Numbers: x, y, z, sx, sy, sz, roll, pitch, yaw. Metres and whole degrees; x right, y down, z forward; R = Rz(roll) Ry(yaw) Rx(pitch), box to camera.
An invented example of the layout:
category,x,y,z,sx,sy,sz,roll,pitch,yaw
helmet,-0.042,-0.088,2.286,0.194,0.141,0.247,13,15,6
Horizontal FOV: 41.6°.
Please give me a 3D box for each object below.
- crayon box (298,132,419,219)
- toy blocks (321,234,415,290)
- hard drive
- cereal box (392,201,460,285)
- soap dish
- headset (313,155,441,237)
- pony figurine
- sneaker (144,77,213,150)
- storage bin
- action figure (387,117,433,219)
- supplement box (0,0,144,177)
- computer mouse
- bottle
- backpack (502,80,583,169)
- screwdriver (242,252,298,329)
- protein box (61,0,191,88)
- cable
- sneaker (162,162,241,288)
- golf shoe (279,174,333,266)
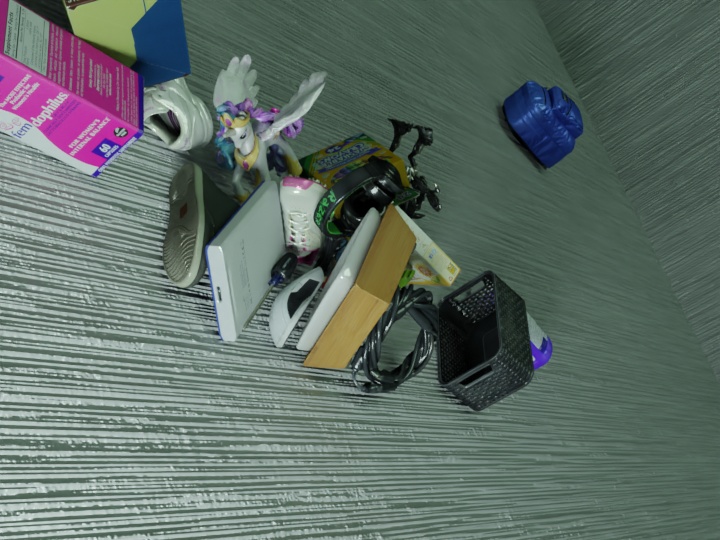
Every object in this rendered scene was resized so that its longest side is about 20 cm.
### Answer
category,x,y,z,sx,sy,sz,roll,pitch,yaw
crayon box,-0.009,-0.144,1.459,0.200,0.124,0.052,45,-24,57
toy blocks,0.000,0.000,1.473,0.136,0.100,0.200,40,31,-6
hard drive,-0.146,-0.017,1.246,0.201,0.025,0.134,-61,150,-58
cereal box,0.055,-0.052,1.551,0.200,0.143,0.040,45,71,-23
soap dish,-0.005,0.029,1.278,0.081,0.201,0.158,29,48,-4
headset,0.026,-0.095,1.319,0.199,0.124,0.094,-22,66,-41
pony figurine,-0.138,-0.196,1.353,0.201,0.164,0.195,76,29,-48
sneaker,-0.278,-0.253,1.292,0.201,0.074,0.100,55,28,-3
storage bin,0.208,0.118,1.611,0.093,0.135,0.202,38,34,-30
action figure,0.070,-0.163,1.698,0.117,0.203,0.102,9,10,-23
supplement box,-0.359,-0.210,1.098,0.199,0.101,0.104,28,40,-40
computer mouse,-0.082,0.025,1.313,0.044,0.110,0.201,32,40,-1
bottle,0.291,0.099,1.832,0.200,0.065,0.084,47,29,-17
backpack,0.484,-0.412,2.537,0.199,0.168,0.164,37,28,-25
screwdriver,-0.122,0.023,1.244,0.029,0.028,0.200,57,26,-11
protein box,-0.312,-0.364,1.190,0.199,0.133,0.202,103,-34,-67
cable,0.057,0.098,1.392,0.050,0.166,0.199,19,9,31
sneaker,-0.190,-0.045,1.223,0.106,0.074,0.202,34,35,-36
golf shoe,-0.078,-0.069,1.345,0.200,0.074,0.093,72,30,-71
